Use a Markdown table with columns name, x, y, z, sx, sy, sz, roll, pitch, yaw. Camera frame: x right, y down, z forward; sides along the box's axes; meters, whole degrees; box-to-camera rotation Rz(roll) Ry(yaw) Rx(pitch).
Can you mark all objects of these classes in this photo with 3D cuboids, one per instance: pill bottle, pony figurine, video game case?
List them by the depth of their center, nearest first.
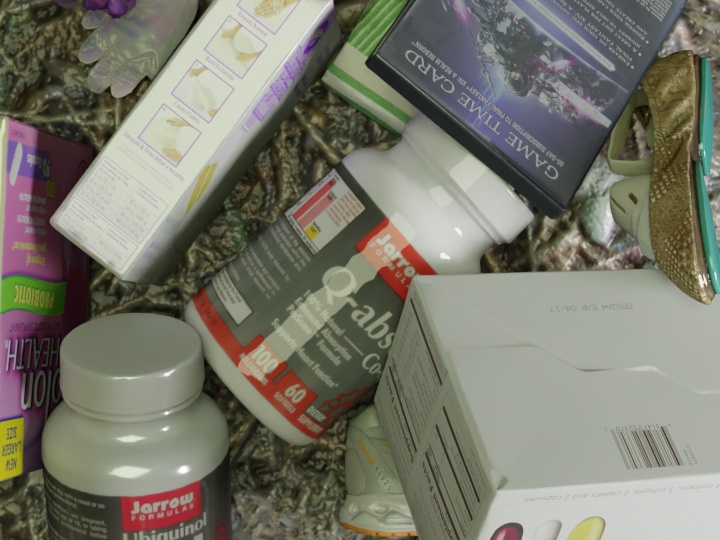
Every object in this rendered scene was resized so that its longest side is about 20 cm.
| name | x | y | z | sx | sy | sz | roll | pitch | yaw |
| --- | --- | --- | --- | --- | --- | --- | --- | --- | --- |
| pill bottle | -0.130 | 0.132 | 0.976 | 0.109 | 0.111 | 0.202 | 1 | 115 | 1 |
| video game case | 0.106 | -0.147 | 0.987 | 0.142 | 0.019 | 0.201 | 38 | 61 | -8 |
| pony figurine | -0.151 | -0.215 | 1.000 | 0.193 | 0.200 | 0.167 | -42 | 95 | 16 |
| pill bottle | 0.000 | 0.000 | 1.003 | 0.200 | 0.116 | 0.116 | -43 | 88 | 4 |

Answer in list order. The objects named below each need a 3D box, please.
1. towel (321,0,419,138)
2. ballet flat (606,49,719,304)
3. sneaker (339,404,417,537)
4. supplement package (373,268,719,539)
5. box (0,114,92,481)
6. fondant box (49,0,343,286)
| name | x | y | z | sx | sy | sz | roll | pitch | yaw |
| --- | --- | --- | --- | --- | --- | --- | --- | --- | --- |
| towel | 0.087 | -0.163 | 1.059 | 0.152 | 0.023 | 0.201 | 34 | 88 | 2 |
| ballet flat | 0.181 | -0.054 | 0.994 | 0.065 | 0.201 | 0.071 | -6 | 131 | 15 |
| sneaker | 0.084 | 0.114 | 1.027 | 0.198 | 0.076 | 0.093 | -3 | 84 | 0 |
| supplement package | 0.129 | 0.093 | 0.942 | 0.198 | 0.112 | 0.157 | -2 | 46 | -19 |
| box | -0.228 | 0.016 | 0.981 | 0.095 | 0.176 | 0.203 | 2 | 88 | 6 |
| fondant box | -0.093 | -0.087 | 0.999 | 0.058 | 0.144 | 0.201 | 36 | 90 | 3 |
